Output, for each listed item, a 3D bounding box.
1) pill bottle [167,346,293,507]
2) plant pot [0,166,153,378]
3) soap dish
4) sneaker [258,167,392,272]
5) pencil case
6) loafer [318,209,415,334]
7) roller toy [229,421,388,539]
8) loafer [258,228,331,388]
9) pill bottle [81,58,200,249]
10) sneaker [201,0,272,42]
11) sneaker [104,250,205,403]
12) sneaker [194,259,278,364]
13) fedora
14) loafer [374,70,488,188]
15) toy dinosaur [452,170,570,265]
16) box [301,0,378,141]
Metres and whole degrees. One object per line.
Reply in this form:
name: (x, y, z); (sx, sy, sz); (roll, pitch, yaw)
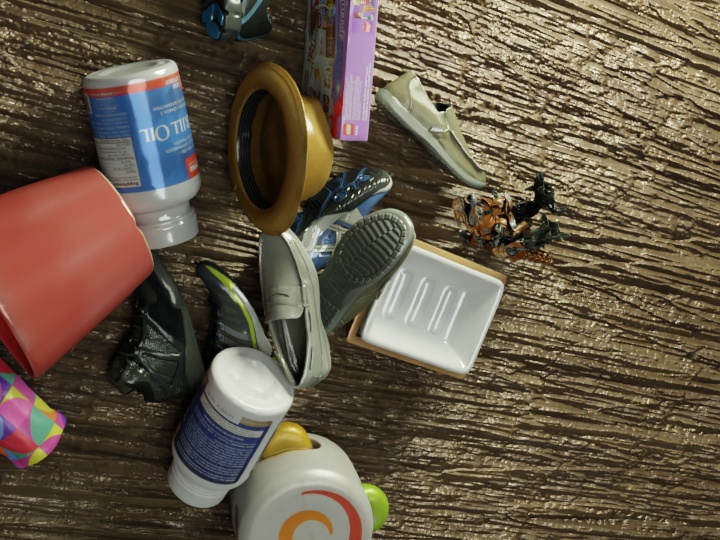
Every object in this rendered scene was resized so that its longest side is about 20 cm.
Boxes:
pill bottle: (-0.170, 0.201, 1.301); (0.110, 0.112, 0.201); (13, 126, -27)
plant pot: (-0.341, -0.012, 1.160); (0.177, 0.200, 0.202); (-34, 116, -23)
soap dish: (0.085, 0.046, 1.420); (0.198, 0.081, 0.159); (20, 96, -28)
sneaker: (-0.037, -0.056, 1.348); (0.199, 0.076, 0.077); (-39, 123, 0)
pencil case: (-0.433, 0.145, 1.214); (0.088, 0.088, 0.200); (-43, 119, -8)
loafer: (0.000, 0.000, 1.308); (0.200, 0.075, 0.069); (-46, 162, 26)
roller toy: (-0.084, 0.316, 1.386); (0.199, 0.140, 0.183); (36, 97, -22)
loafer: (-0.085, 0.044, 1.267); (0.069, 0.070, 0.202); (-15, 94, 25)
pill bottle: (-0.245, -0.133, 1.203); (0.111, 0.112, 0.202); (-17, 111, -19)
sneaker: (-0.137, -0.370, 1.221); (0.081, 0.073, 0.202); (-6, 113, -40)
sneaker: (-0.264, 0.076, 1.272); (0.113, 0.076, 0.202); (-22, 118, -24)
sneaker: (-0.166, 0.080, 1.323); (0.080, 0.074, 0.202); (-29, 112, -11)
fedora: (-0.088, -0.144, 1.239); (0.081, 0.200, 0.203); (-9, 108, -35)
loafer: (0.107, -0.184, 1.370); (0.200, 0.075, 0.070); (41, 90, -28)
toy dinosaur: (0.211, -0.063, 1.447); (0.199, 0.135, 0.103); (8, 61, -53)
box: (-0.026, -0.265, 1.252); (0.039, 0.137, 0.203); (-1, 105, -24)
